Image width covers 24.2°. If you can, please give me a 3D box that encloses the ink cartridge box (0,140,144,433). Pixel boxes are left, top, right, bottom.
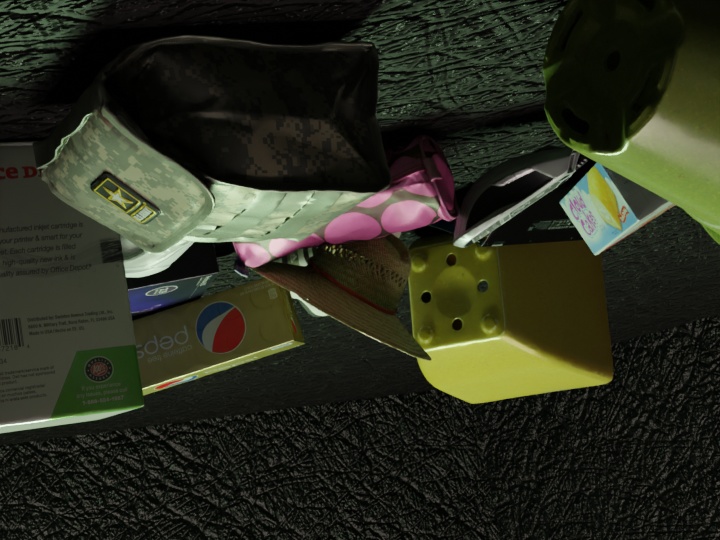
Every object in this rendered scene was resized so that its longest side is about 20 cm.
[{"bbox_3d":[-0.251,0.014,1.226,0.144,0.202,0.084,-5,172,-32],"label":"ink cartridge box"}]

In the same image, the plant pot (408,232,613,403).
[{"bbox_3d":[0.152,0.036,1.902,0.194,0.196,0.199,-11,167,29],"label":"plant pot"}]

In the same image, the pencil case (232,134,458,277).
[{"bbox_3d":[-0.019,-0.059,1.436,0.198,0.092,0.094,-15,158,9],"label":"pencil case"}]

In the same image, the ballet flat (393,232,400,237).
[{"bbox_3d":[0.005,-0.046,1.614,0.067,0.063,0.200,-9,171,-14],"label":"ballet flat"}]

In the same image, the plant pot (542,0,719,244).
[{"bbox_3d":[0.226,-0.120,1.111,0.189,0.202,0.199,13,159,-36],"label":"plant pot"}]

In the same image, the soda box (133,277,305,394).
[{"bbox_3d":[-0.159,0.067,1.616,0.198,0.068,0.064,-18,173,6],"label":"soda box"}]

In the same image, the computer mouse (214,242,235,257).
[{"bbox_3d":[-0.086,-0.046,1.593,0.199,0.034,0.058,-18,168,37],"label":"computer mouse"}]

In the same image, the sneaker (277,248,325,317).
[{"bbox_3d":[-0.014,0.001,1.838,0.114,0.076,0.200,-12,169,19],"label":"sneaker"}]

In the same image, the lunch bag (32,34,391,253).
[{"bbox_3d":[-0.102,-0.080,1.099,0.198,0.119,0.164,0,168,-25],"label":"lunch bag"}]

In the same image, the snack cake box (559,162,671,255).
[{"bbox_3d":[0.265,-0.084,1.558,0.115,0.067,0.200,-33,174,-8],"label":"snack cake box"}]

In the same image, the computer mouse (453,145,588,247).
[{"bbox_3d":[0.155,-0.090,1.452,0.199,0.044,0.110,-34,175,3],"label":"computer mouse"}]

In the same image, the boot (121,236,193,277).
[{"bbox_3d":[-0.167,-0.054,1.370,0.199,0.074,0.095,-27,158,32],"label":"boot"}]

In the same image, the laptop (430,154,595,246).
[{"bbox_3d":[0.180,-0.089,1.732,0.186,0.116,0.201,-5,141,-37],"label":"laptop"}]

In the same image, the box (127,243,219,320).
[{"bbox_3d":[-0.218,-0.001,1.564,0.140,0.080,0.200,-14,172,-15],"label":"box"}]

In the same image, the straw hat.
[{"bbox_3d":[0.000,0.000,1.513,0.200,0.086,0.201,27,-176,-2],"label":"straw hat"}]
